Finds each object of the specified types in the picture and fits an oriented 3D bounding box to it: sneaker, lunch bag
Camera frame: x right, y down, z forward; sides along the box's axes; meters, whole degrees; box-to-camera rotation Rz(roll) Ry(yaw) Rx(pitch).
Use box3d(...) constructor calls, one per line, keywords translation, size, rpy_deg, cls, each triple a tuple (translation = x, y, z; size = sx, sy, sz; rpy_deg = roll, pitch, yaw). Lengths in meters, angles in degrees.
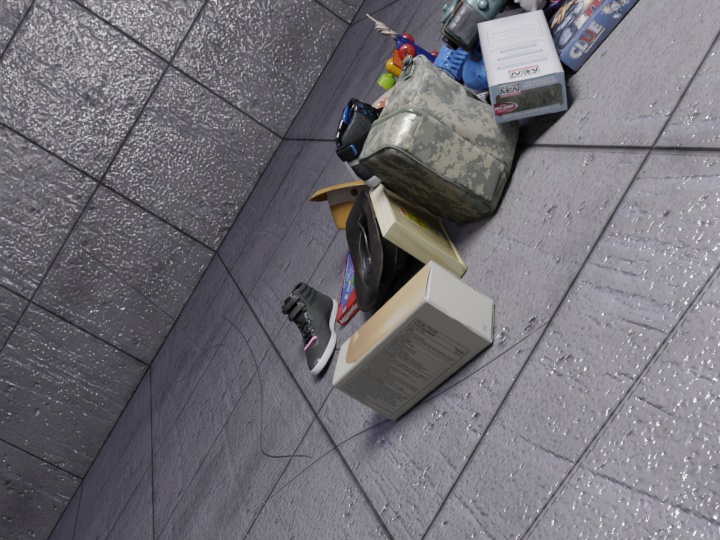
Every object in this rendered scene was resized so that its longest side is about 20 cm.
box3d(translation=(0.041, -0.233, 1.269), size=(0.201, 0.112, 0.073), rpy_deg=(-53, 23, -10), cls="sneaker")
box3d(translation=(0.216, -0.327, 1.381), size=(0.200, 0.065, 0.079), rpy_deg=(-24, 42, 63), cls="sneaker")
box3d(translation=(-0.096, 0.098, 1.506), size=(0.071, 0.099, 0.201), rpy_deg=(-47, 21, 28), cls="sneaker")
box3d(translation=(0.119, -0.184, 1.197), size=(0.139, 0.198, 0.170), rpy_deg=(-8, 56, 66), cls="lunch bag")
box3d(translation=(0.170, -0.376, 1.572), size=(0.201, 0.076, 0.112), rpy_deg=(-53, 11, 35), cls="sneaker")

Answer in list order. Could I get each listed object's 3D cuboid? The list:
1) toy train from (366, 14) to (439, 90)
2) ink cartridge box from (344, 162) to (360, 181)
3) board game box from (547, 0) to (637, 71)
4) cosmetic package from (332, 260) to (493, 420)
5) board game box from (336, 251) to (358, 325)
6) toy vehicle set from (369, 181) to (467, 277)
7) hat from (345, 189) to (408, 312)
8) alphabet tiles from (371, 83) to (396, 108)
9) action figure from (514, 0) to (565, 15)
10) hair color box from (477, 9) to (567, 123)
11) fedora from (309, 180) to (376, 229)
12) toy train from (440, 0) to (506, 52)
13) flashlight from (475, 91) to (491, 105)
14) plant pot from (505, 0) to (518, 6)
box3d(translation=(0.069, -0.418, 1.739), size=(0.116, 0.198, 0.085), rpy_deg=(-55, 16, 26), cls="toy train")
box3d(translation=(0.063, -0.233, 1.548), size=(0.145, 0.083, 0.200), rpy_deg=(-37, 10, -18), cls="ink cartridge box")
box3d(translation=(0.338, -0.382, 1.170), size=(0.200, 0.034, 0.136), rpy_deg=(-50, 19, 29), cls="board game box")
box3d(translation=(0.062, 0.090, 1.049), size=(0.200, 0.105, 0.072), rpy_deg=(-44, 22, 37), cls="cosmetic package")
box3d(translation=(0.000, 0.000, 1.532), size=(0.103, 0.019, 0.201), rpy_deg=(-48, 20, 30), cls="board game box")
box3d(translation=(0.078, -0.061, 1.225), size=(0.027, 0.123, 0.200), rpy_deg=(-53, 17, 15), cls="toy vehicle set")
box3d(translation=(0.036, -0.033, 1.345), size=(0.200, 0.080, 0.204), rpy_deg=(174, 90, -76), cls="hat")
box3d(translation=(0.080, -0.212, 1.391), size=(0.167, 0.008, 0.201), rpy_deg=(-39, 61, 11), cls="alphabet tiles")
box3d(translation=(0.289, -0.462, 1.344), size=(0.199, 0.104, 0.194), rpy_deg=(-26, 27, 57), cls="action figure")
box3d(translation=(0.222, -0.287, 1.198), size=(0.097, 0.061, 0.201), rpy_deg=(-10, 37, 10), cls="hair color box")
box3d(translation=(0.011, -0.114, 1.515), size=(0.200, 0.198, 0.083), rpy_deg=(173, 88, -69), cls="fedora")
box3d(translation=(0.200, -0.438, 1.370), size=(0.201, 0.085, 0.114), rpy_deg=(-53, 11, 15), cls="toy train")
box3d(translation=(0.116, -0.219, 1.338), size=(0.197, 0.069, 0.068), rpy_deg=(-11, 17, 27), cls="flashlight")
box3d(translation=(0.257, -0.584, 1.515), size=(0.202, 0.198, 0.177), rpy_deg=(-62, 5, -10), cls="plant pot")
